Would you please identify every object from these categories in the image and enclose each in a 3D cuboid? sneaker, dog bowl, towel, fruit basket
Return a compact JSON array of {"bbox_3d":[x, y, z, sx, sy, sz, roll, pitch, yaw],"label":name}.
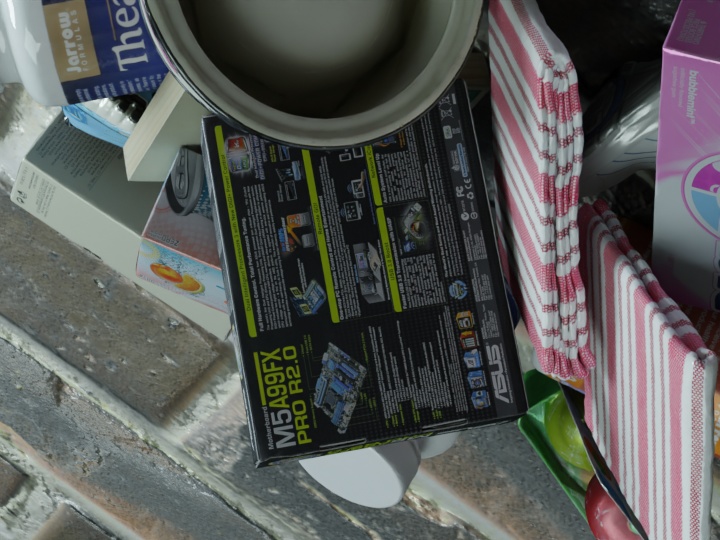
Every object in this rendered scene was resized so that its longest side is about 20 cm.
[{"bbox_3d":[-0.208,-0.135,1.178,0.199,0.079,0.090,34,150,-2],"label":"sneaker"},{"bbox_3d":[-0.034,-0.162,0.904,0.200,0.201,0.074,41,165,-15],"label":"dog bowl"},{"bbox_3d":[0.100,-0.058,0.928,0.030,0.147,0.202,-7,121,-4],"label":"towel"},{"bbox_3d":[0.157,0.065,0.895,0.030,0.200,0.148,-9,117,-6],"label":"towel"},{"bbox_3d":[0.185,0.140,1.121,0.186,0.093,0.200,53,-175,-28],"label":"fruit basket"},{"bbox_3d":[0.183,-0.083,0.931,0.087,0.075,0.200,35,148,-13],"label":"sneaker"}]

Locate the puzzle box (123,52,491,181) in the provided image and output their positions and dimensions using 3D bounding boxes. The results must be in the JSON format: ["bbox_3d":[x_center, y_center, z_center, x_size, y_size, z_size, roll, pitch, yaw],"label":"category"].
[{"bbox_3d":[-0.034,-0.094,1.024,0.198,0.026,0.133,-1,157,-27],"label":"puzzle box"}]

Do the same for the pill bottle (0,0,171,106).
[{"bbox_3d":[-0.150,-0.159,0.983,0.197,0.112,0.112,-11,141,-4],"label":"pill bottle"}]

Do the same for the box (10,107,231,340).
[{"bbox_3d":[-0.158,-0.041,1.255,0.199,0.082,0.068,35,146,-2],"label":"box"}]

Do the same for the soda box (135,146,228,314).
[{"bbox_3d":[-0.034,0.001,1.015,0.198,0.069,0.064,22,155,-3],"label":"soda box"}]

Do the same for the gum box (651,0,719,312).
[{"bbox_3d":[0.212,-0.051,0.844,0.112,0.067,0.201,15,145,19],"label":"gum box"}]

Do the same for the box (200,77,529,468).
[{"bbox_3d":[0.000,0.000,0.959,0.158,0.203,0.044,-10,171,-8],"label":"box"}]

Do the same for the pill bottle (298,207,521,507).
[{"bbox_3d":[0.034,0.053,1.108,0.110,0.201,0.112,21,146,15],"label":"pill bottle"}]

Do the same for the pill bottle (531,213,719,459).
[{"bbox_3d":[0.216,0.052,1.038,0.198,0.113,0.113,25,147,10],"label":"pill bottle"}]
